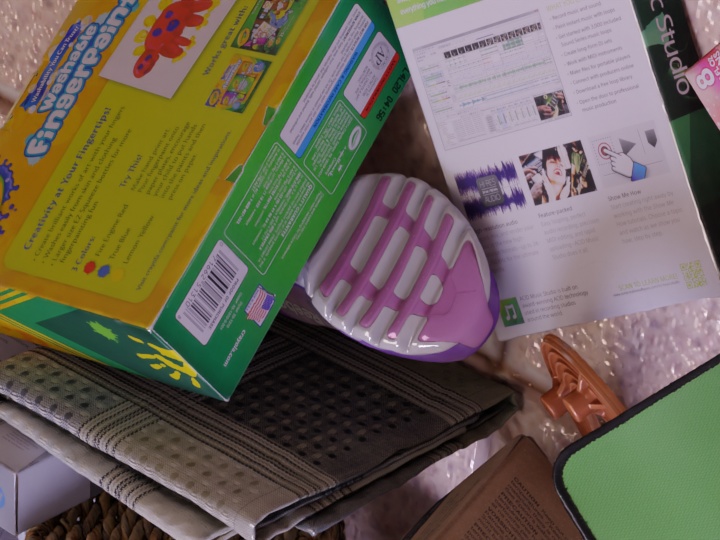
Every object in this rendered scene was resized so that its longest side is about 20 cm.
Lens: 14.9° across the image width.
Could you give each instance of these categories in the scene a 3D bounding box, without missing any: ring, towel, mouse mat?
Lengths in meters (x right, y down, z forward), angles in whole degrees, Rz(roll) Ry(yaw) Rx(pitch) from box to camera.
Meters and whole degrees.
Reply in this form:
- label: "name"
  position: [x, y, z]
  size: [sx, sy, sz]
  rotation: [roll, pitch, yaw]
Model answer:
- label: "ring"
  position: [0.131, 0.116, 1.200]
  size: [0.201, 0.019, 0.200]
  rotation: [56, 176, 6]
- label: "towel"
  position: [-0.054, 0.066, 1.326]
  size: [0.199, 0.192, 0.035]
  rotation: [24, 122, 37]
- label: "mouse mat"
  position: [0.195, 0.095, 1.105]
  size: [0.161, 0.199, 0.008]
  rotation: [58, 167, 10]

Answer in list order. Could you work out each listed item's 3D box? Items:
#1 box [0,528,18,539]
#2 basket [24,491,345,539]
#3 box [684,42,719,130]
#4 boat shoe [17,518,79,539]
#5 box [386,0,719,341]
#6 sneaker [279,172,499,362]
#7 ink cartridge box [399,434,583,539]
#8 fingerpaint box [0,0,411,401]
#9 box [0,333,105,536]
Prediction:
- label: "box"
  position: [-0.253, 0.123, 1.535]
  size: [0.096, 0.200, 0.178]
  rotation: [-1, 111, 5]
- label: "basket"
  position: [-0.085, 0.179, 1.370]
  size: [0.148, 0.200, 0.144]
  rotation: [-4, 111, 4]
- label: "box"
  position: [0.232, -0.030, 1.074]
  size: [0.103, 0.094, 0.201]
  rotation: [-39, 78, 46]
- label: "boat shoe"
  position: [-0.151, 0.171, 1.550]
  size: [0.060, 0.075, 0.201]
  rotation: [-14, 97, 52]
- label: "box"
  position: [0.091, -0.076, 1.239]
  size: [0.144, 0.036, 0.201]
  rotation: [-13, 99, 46]
- label: "sneaker"
  position: [0.000, 0.000, 1.324]
  size: [0.200, 0.081, 0.089]
  rotation: [24, 163, 44]
- label: "ink cartridge box"
  position: [0.086, 0.195, 1.227]
  size: [0.075, 0.165, 0.200]
  rotation: [-40, 89, 29]
- label: "fingerpaint box"
  position: [-0.090, -0.053, 1.312]
  size: [0.166, 0.201, 0.073]
  rotation: [13, 157, 40]
- label: "box"
  position: [-0.151, 0.050, 1.407]
  size: [0.155, 0.199, 0.041]
  rotation: [27, 127, 34]
